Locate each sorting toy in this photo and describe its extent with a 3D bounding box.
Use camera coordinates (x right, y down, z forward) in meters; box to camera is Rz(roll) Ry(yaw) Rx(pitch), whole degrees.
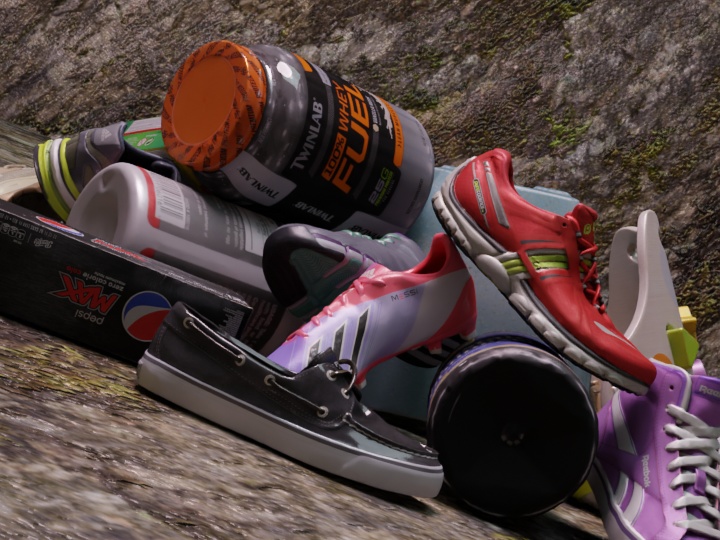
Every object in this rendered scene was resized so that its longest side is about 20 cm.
[{"bbox_3d":[0.230,0.047,1.411,0.106,0.181,0.200,-3,-6,-2],"label":"sorting toy"}]

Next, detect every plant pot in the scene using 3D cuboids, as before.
[{"bbox_3d":[0.098,0.021,1.433,0.195,0.201,0.196,12,4,-3],"label":"plant pot"}]

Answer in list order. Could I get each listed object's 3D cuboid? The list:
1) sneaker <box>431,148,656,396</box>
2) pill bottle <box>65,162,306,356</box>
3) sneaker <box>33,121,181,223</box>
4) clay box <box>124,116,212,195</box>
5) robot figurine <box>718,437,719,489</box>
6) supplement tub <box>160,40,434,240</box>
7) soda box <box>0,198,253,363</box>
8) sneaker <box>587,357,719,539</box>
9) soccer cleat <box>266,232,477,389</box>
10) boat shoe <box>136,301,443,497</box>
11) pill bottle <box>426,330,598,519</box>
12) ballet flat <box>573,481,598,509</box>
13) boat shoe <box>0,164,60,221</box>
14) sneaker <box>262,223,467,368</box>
[{"bbox_3d":[0.134,-0.003,1.154,0.200,0.085,0.077,48,5,13],"label":"sneaker"},{"bbox_3d":[-0.112,0.005,1.271,0.199,0.114,0.114,21,3,-33],"label":"pill bottle"},{"bbox_3d":[-0.162,-0.039,1.329,0.200,0.081,0.074,45,32,-42],"label":"sneaker"},{"bbox_3d":[-0.117,-0.038,1.407,0.115,0.048,0.200,-1,-44,51],"label":"clay box"},{"bbox_3d":[0.272,0.170,1.211,0.169,0.113,0.200,-21,26,-27],"label":"robot figurine"},{"bbox_3d":[-0.048,-0.096,1.316,0.200,0.123,0.122,21,3,-44],"label":"supplement tub"},{"bbox_3d":[-0.176,0.013,1.136,0.199,0.064,0.071,23,3,-13],"label":"soda box"},{"bbox_3d":[0.210,0.130,1.124,0.072,0.115,0.201,23,22,-28],"label":"sneaker"},{"bbox_3d":[-0.003,0.037,1.169,0.199,0.077,0.067,-21,12,-32],"label":"soccer cleat"},{"bbox_3d":[-0.036,0.075,1.048,0.199,0.067,0.070,23,3,6],"label":"boat shoe"},{"bbox_3d":[0.100,0.100,1.184,0.111,0.112,0.200,23,3,1],"label":"pill bottle"},{"bbox_3d":[0.232,0.165,1.334,0.199,0.067,0.067,-2,-24,-10],"label":"ballet flat"},{"bbox_3d":[-0.299,-0.060,1.462,0.065,0.072,0.200,24,9,7],"label":"boat shoe"},{"bbox_3d":[0.000,0.000,1.264,0.200,0.074,0.088,32,39,-40],"label":"sneaker"}]
